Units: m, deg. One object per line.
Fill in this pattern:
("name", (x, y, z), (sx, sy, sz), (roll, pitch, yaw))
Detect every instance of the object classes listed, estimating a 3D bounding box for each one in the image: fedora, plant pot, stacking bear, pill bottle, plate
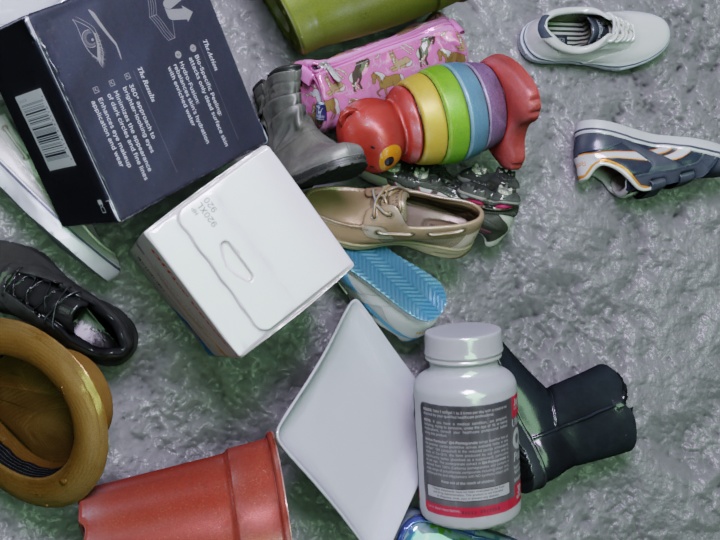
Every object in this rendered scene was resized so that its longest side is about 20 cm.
("fedora", (-0.307, 0.130, 1.035), (0.082, 0.200, 0.202), (-24, 95, -60))
("plant pot", (-0.168, 0.272, 1.044), (0.194, 0.201, 0.202), (-7, 89, -9))
("stacking bear", (0.070, -0.157, 1.125), (0.199, 0.122, 0.114), (-15, 57, -18))
("pill bottle", (0.112, 0.161, 1.126), (0.110, 0.111, 0.201), (-6, 99, -17))
("plant pot", (-0.013, -0.332, 1.133), (0.192, 0.200, 0.201), (-30, 96, -4))
("plate", (-0.001, 0.167, 1.121), (0.200, 0.032, 0.200), (55, 44, -25))

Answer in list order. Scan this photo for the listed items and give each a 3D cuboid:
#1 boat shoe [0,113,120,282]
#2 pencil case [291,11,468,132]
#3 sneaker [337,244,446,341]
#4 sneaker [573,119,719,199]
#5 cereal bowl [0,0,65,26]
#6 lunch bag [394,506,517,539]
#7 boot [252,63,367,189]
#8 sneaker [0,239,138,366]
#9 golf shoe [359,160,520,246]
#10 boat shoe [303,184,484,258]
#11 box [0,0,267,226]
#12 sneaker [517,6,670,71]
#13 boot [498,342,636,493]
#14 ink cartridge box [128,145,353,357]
("boat shoe", (-0.308, -0.076, 1.080), (0.200, 0.071, 0.070), (45, 79, -3))
("pencil case", (0.021, -0.220, 1.175), (0.199, 0.086, 0.083), (-23, 105, -19))
("sneaker", (0.000, 0.000, 1.162), (0.200, 0.081, 0.076), (44, 59, 11))
("sneaker", (0.349, -0.122, 1.275), (0.199, 0.078, 0.080), (9, 79, -5))
("cereal bowl", (-0.370, -0.330, 1.066), (0.199, 0.083, 0.202), (1, 86, -17))
("lunch bag", (0.108, 0.361, 1.172), (0.199, 0.082, 0.162), (21, 84, -14))
("boot", (-0.065, -0.150, 1.089), (0.067, 0.200, 0.132), (-10, 94, -27))
("sneaker", (-0.308, 0.028, 1.060), (0.199, 0.091, 0.076), (29, 81, -12))
("golf shoe", (0.077, -0.084, 1.189), (0.199, 0.088, 0.077), (18, 38, 6))
("boat shoe", (0.031, -0.064, 1.122), (0.199, 0.065, 0.072), (6, 57, -11))
("box", (-0.225, -0.172, 1.032), (0.200, 0.117, 0.198), (-34, 111, -37))
("sneaker", (0.290, -0.277, 1.268), (0.199, 0.071, 0.074), (-9, 89, -17))
("boot", (0.216, 0.138, 1.222), (0.167, 0.076, 0.201), (-18, 78, -28))
("ink cartridge box", (-0.125, -0.013, 1.060), (0.144, 0.200, 0.148), (-39, 98, -15))
